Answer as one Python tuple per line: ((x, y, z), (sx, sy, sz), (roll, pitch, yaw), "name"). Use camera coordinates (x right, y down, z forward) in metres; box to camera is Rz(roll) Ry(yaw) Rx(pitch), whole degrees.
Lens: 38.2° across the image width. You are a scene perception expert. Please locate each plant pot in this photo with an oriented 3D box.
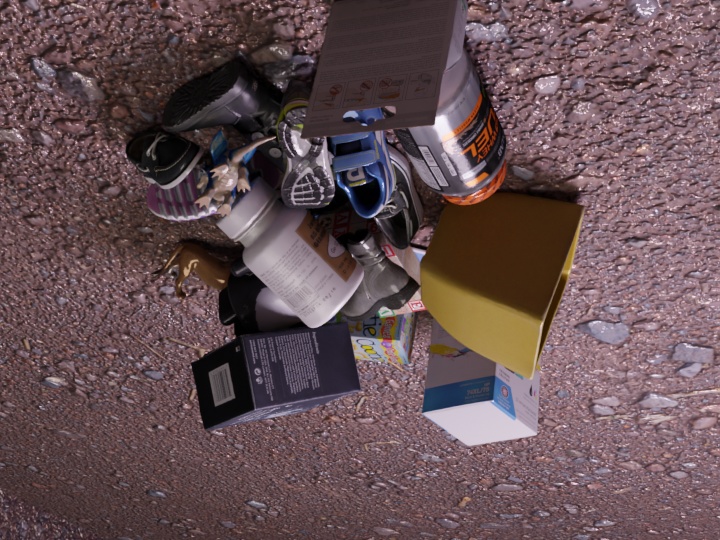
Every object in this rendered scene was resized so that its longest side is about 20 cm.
((0.194, 0.003, 1.502), (0.197, 0.198, 0.195), (20, 154, 14), "plant pot")

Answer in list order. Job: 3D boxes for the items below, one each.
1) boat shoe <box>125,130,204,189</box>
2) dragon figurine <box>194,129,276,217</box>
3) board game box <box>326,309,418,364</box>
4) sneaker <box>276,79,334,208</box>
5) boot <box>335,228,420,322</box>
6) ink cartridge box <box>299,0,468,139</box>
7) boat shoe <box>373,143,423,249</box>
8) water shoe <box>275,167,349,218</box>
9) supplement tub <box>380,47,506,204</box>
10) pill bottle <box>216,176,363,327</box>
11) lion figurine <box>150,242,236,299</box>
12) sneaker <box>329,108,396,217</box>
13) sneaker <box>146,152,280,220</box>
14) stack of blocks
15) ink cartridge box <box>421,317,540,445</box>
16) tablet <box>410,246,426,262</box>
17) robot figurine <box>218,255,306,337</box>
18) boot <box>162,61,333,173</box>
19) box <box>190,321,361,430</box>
((-0.275, -0.158, 1.425), (0.060, 0.076, 0.199), (44, 160, -24), "boat shoe")
((-0.170, -0.141, 1.352), (0.058, 0.101, 0.201), (18, 137, -18), "dragon figurine")
((-0.010, 0.085, 1.771), (0.196, 0.107, 0.103), (4, 154, 15), "board game box")
((-0.069, -0.158, 1.337), (0.072, 0.082, 0.202), (0, 141, -2), "sneaker")
((0.000, 0.000, 1.546), (0.131, 0.068, 0.199), (48, 152, -11), "boot")
((0.029, -0.219, 1.136), (0.158, 0.204, 0.050), (-3, 150, 24), "ink cartridge box")
((0.042, -0.104, 1.468), (0.071, 0.072, 0.201), (-4, 145, 26), "boat shoe")
((-0.082, -0.086, 1.533), (0.198, 0.080, 0.071), (-19, 141, 41), "water shoe")
((0.106, -0.176, 1.269), (0.120, 0.125, 0.200), (-4, 149, 24), "supplement tub")
((-0.099, -0.028, 1.437), (0.200, 0.115, 0.114), (44, 142, -12), "pill bottle")
((-0.249, 0.000, 1.746), (0.196, 0.073, 0.124), (21, 122, -5), "lion figurine")
((-0.004, -0.159, 1.343), (0.073, 0.083, 0.202), (-8, 125, 22), "sneaker")
((-0.209, -0.109, 1.513), (0.196, 0.082, 0.089), (-11, 164, -1), "sneaker")
((0.022, -0.010, 1.624), (0.113, 0.059, 0.201), (-10, 139, 23), "stack of blocks")
((0.209, 0.167, 1.759), (0.144, 0.203, 0.146), (-16, 142, 36), "ink cartridge box")
((0.009, -0.023, 1.684), (0.196, 0.014, 0.131), (14, 150, -8), "tablet")
((-0.131, 0.032, 1.645), (0.198, 0.127, 0.150), (-28, 171, 17), "robot figurine")
((-0.147, -0.185, 1.406), (0.163, 0.067, 0.199), (-13, 148, 39), "boot")
((-0.136, 0.168, 1.656), (0.197, 0.120, 0.196), (-7, 168, -34), "box")
